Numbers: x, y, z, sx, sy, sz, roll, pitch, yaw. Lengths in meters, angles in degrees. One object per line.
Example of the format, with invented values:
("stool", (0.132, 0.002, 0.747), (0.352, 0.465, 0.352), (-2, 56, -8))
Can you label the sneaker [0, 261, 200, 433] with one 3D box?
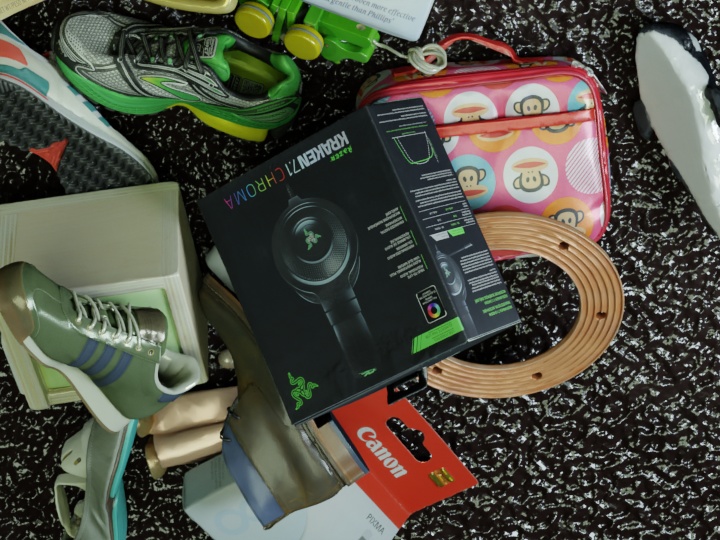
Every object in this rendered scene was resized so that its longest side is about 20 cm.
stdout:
("sneaker", (-0.186, 0.044, 1.514), (0.089, 0.068, 0.201), (-21, 141, 10))

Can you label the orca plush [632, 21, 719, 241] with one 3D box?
("orca plush", (0.283, -0.108, 1.606), (0.071, 0.105, 0.201), (-29, 85, -29))

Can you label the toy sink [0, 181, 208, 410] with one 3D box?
("toy sink", (-0.227, 0.025, 1.612), (0.198, 0.113, 0.131), (-7, 137, 2))

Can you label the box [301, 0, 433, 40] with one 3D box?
("box", (0.027, -0.292, 1.475), (0.104, 0.184, 0.202), (19, 110, -6))

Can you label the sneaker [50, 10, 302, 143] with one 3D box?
("sneaker", (-0.137, -0.163, 1.568), (0.198, 0.079, 0.085), (12, 155, -10))

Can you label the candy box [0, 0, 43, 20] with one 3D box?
("candy box", (-0.262, -0.303, 1.537), (0.115, 0.055, 0.201), (-22, 111, 7))

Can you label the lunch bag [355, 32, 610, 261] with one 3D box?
("lunch bag", (0.094, -0.098, 1.610), (0.198, 0.082, 0.178), (-6, 107, 1))

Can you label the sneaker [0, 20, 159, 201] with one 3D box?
("sneaker", (-0.226, -0.122, 1.601), (0.070, 0.094, 0.199), (-28, 137, 26))

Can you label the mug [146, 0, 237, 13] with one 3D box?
("mug", (-0.124, -0.301, 1.486), (0.152, 0.150, 0.188), (12, 69, 4))

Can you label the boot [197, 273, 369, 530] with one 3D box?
("boot", (-0.088, 0.105, 1.607), (0.097, 0.075, 0.201), (-37, 91, 1))

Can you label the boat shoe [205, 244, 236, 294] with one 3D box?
("boat shoe", (-0.029, 0.019, 1.655), (0.198, 0.074, 0.068), (31, 103, -13))

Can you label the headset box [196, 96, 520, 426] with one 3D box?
("headset box", (0.000, 0.000, 1.535), (0.173, 0.093, 0.202), (-26, 85, 31))

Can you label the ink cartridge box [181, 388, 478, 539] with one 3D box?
("ink cartridge box", (-0.023, 0.186, 1.699), (0.199, 0.048, 0.160), (-27, 127, 18))

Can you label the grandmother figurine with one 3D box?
("grandmother figurine", (-0.083, 0.121, 1.704), (0.198, 0.061, 0.122), (-15, 119, 8))

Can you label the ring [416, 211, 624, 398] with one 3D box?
("ring", (0.108, 0.026, 1.619), (0.198, 0.019, 0.202), (-1, 134, -1))

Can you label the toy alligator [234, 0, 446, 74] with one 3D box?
("toy alligator", (-0.030, -0.184, 1.580), (0.198, 0.060, 0.054), (24, 152, 2))

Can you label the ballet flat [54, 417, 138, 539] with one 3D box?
("ballet flat", (-0.220, 0.170, 1.691), (0.063, 0.068, 0.201), (12, 134, 0))
